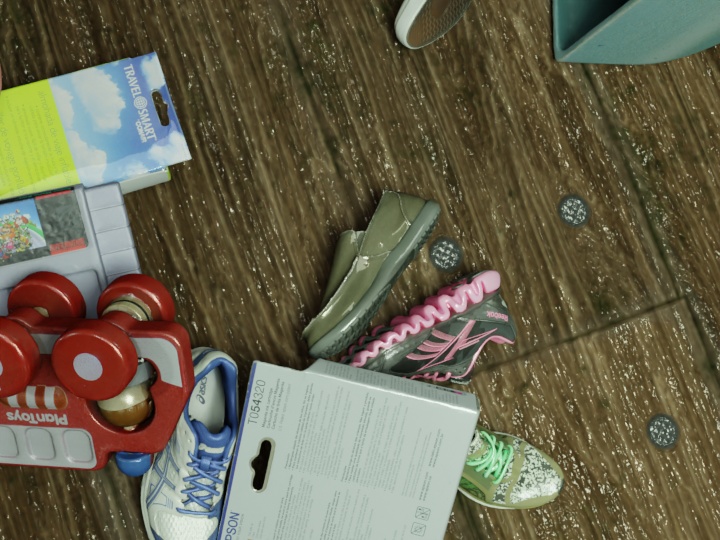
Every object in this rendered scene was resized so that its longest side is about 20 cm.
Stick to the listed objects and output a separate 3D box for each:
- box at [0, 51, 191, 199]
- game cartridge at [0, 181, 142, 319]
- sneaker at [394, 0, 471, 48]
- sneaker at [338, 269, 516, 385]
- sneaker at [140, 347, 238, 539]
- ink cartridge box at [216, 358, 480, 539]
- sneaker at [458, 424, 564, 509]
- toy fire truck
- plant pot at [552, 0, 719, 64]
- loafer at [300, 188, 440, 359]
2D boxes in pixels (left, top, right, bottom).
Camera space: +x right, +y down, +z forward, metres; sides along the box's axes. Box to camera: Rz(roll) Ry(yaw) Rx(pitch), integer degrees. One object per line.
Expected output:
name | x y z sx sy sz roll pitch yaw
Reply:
box | -0.276 -0.125 0.837 0.200 0.048 0.122 -18 83 -11
game cartridge | -0.307 -0.003 0.794 0.200 0.038 0.130 -14 109 -12
sneaker | 0.085 -0.329 0.941 0.085 0.073 0.200 30 80 29
sneaker | 0.069 0.080 0.851 0.200 0.079 0.095 -29 97 -13
sneaker | -0.149 0.167 0.777 0.075 0.088 0.200 5 79 -25
ink cartridge box | -0.014 0.182 0.778 0.200 0.043 0.196 14 107 1
sneaker | 0.106 0.175 0.824 0.200 0.089 0.077 21 76 -5
toy fire truck | -0.238 0.099 0.745 0.200 0.112 0.168 2 115 8
plant pot | 0.339 -0.333 0.918 0.200 0.196 0.196 4 78 -19
loafer | 0.000 0.000 0.856 0.070 0.075 0.200 34 71 10
